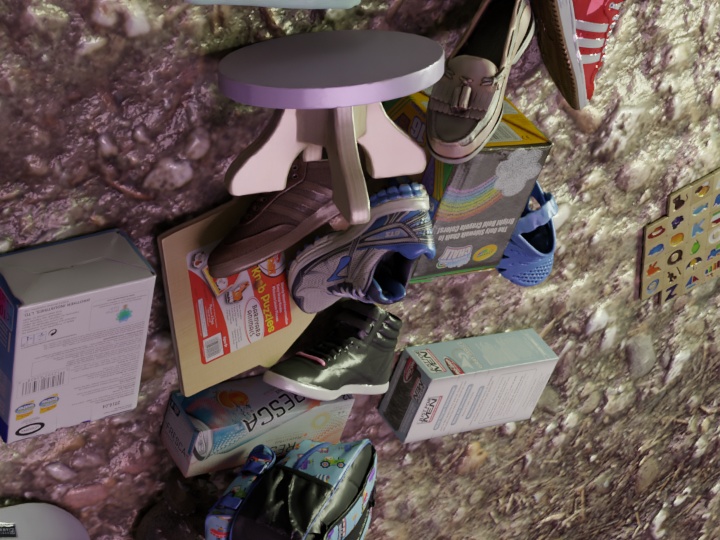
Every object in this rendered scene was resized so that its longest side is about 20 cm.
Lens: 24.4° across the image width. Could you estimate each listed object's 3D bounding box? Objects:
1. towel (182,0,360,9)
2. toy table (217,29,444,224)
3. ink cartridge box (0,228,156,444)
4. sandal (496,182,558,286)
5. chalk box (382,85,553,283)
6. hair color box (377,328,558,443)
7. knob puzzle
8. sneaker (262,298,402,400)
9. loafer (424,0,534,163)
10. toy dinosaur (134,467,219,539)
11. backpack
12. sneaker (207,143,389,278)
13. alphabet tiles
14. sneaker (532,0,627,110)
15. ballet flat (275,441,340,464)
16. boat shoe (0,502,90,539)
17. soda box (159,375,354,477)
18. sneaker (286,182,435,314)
[{"bbox_3d":[-0.055,-0.296,1.347,0.199,0.048,0.172,-6,132,-38],"label":"towel"},{"bbox_3d":[-0.025,-0.131,1.448,0.198,0.184,0.118,-2,119,-8],"label":"toy table"},{"bbox_3d":[-0.271,0.072,1.510,0.135,0.076,0.201,-14,134,-30],"label":"ink cartridge box"},{"bbox_3d":[0.177,-0.040,1.782,0.079,0.087,0.200,-36,145,-9],"label":"sandal"},{"bbox_3d":[0.076,-0.075,1.627,0.124,0.124,0.201,-7,133,-38],"label":"chalk box"},{"bbox_3d":[0.126,0.133,1.934,0.199,0.061,0.100,-7,132,-38],"label":"hair color box"},{"bbox_3d":[-0.105,0.005,1.614,0.218,0.030,0.222,-19,122,-32],"label":"knob puzzle"},{"bbox_3d":[-0.027,0.077,1.716,0.199,0.070,0.100,0,108,-55],"label":"sneaker"},{"bbox_3d":[0.107,-0.190,1.523,0.063,0.071,0.201,81,29,-53],"label":"loafer"},{"bbox_3d":[-0.197,0.279,1.800,0.102,0.077,0.200,33,119,-17],"label":"toy dinosaur"},{"bbox_3d":[-0.064,0.259,1.731,0.200,0.134,0.184,-55,158,-45],"label":"backpack"},{"bbox_3d":[-0.070,-0.065,1.554,0.199,0.076,0.070,-32,-175,-22],"label":"sneaker"},{"bbox_3d":[0.414,-0.043,2.053,0.165,0.006,0.201,-27,141,-17],"label":"alphabet tiles"},{"bbox_3d":[0.231,-0.251,1.625,0.112,0.071,0.201,-30,140,-9],"label":"sneaker"},{"bbox_3d":[-0.106,0.241,1.852,0.065,0.071,0.200,35,101,-26],"label":"ballet flat"},{"bbox_3d":[-0.360,0.276,1.660,0.070,0.071,0.199,-28,157,33],"label":"boat shoe"},{"bbox_3d":[-0.107,0.156,1.750,0.199,0.064,0.069,-10,134,-36],"label":"soda box"},{"bbox_3d":[0.000,0.000,1.567,0.077,0.086,0.200,-4,154,-39],"label":"sneaker"}]
